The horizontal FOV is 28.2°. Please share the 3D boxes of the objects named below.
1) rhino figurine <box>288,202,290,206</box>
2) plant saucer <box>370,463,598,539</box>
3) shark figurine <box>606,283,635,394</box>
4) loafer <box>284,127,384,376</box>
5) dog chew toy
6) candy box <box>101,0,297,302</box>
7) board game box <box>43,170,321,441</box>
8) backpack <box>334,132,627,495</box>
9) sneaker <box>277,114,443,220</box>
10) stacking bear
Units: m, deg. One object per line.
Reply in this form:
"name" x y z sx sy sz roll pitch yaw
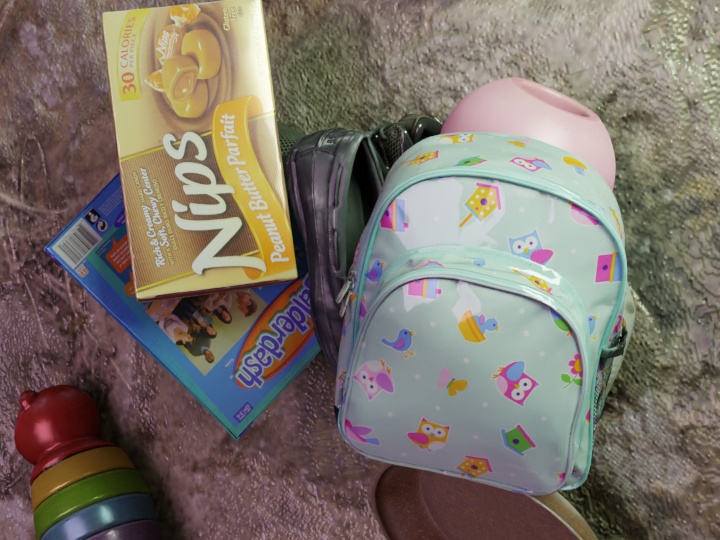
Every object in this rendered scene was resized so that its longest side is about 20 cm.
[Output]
"rhino figurine" -0.126 -0.099 1.150 0.200 0.087 0.060 50 121 19
"plant saucer" 0.100 0.192 1.020 0.199 0.037 0.202 25 144 20
"shark figurine" 0.117 0.110 1.019 0.213 0.089 0.129 -28 48 28
"loafer" 0.000 0.000 1.011 0.070 0.068 0.203 -3 105 44
"dog chew toy" 0.091 -0.026 0.977 0.124 0.124 0.202 34 111 27
"candy box" -0.115 -0.085 1.017 0.114 0.055 0.203 -7 89 -8
"board game box" -0.111 0.001 1.066 0.152 0.045 0.200 -45 94 -6
"backpack" 0.074 0.024 0.860 0.173 0.153 0.203 12 107 9
"sneaker" 0.001 -0.086 1.071 0.198 0.076 0.115 34 113 24
"stacking bear" -0.248 0.197 1.276 0.114 0.121 0.202 -40 67 35
